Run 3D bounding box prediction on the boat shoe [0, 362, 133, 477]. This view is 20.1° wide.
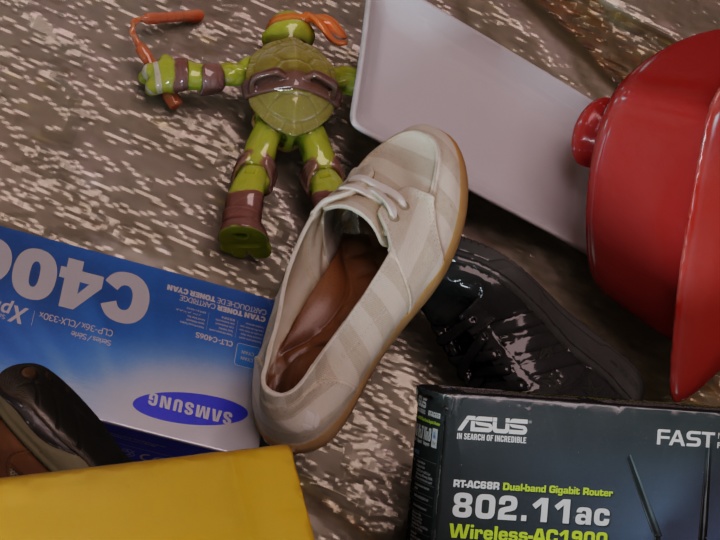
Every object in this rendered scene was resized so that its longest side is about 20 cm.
[{"bbox_3d":[-0.126,0.138,1.004,0.074,0.076,0.200,-40,97,8],"label":"boat shoe"}]

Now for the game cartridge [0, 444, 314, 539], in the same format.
[{"bbox_3d":[-0.103,0.170,0.876,0.199,0.032,0.177,-4,66,-25],"label":"game cartridge"}]

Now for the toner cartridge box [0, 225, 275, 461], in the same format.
[{"bbox_3d":[-0.146,0.039,1.059,0.199,0.043,0.095,15,62,-13],"label":"toner cartridge box"}]

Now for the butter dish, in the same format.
[{"bbox_3d":[0.190,-0.060,1.174,0.147,0.201,0.199,22,35,30],"label":"butter dish"}]

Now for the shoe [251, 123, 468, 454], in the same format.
[{"bbox_3d":[0.000,0.000,1.055,0.070,0.053,0.201,14,63,25],"label":"shoe"}]

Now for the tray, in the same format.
[{"bbox_3d":[0.072,-0.084,1.186,0.199,0.022,0.108,27,55,-30],"label":"tray"}]

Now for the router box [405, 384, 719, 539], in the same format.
[{"bbox_3d":[0.122,0.140,1.042,0.199,0.062,0.151,4,90,-11],"label":"router box"}]

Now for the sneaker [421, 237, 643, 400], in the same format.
[{"bbox_3d":[0.088,0.072,1.108,0.199,0.060,0.105,36,56,-14],"label":"sneaker"}]

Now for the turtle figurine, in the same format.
[{"bbox_3d":[-0.031,-0.088,1.155,0.199,0.064,0.162,6,62,-18],"label":"turtle figurine"}]
